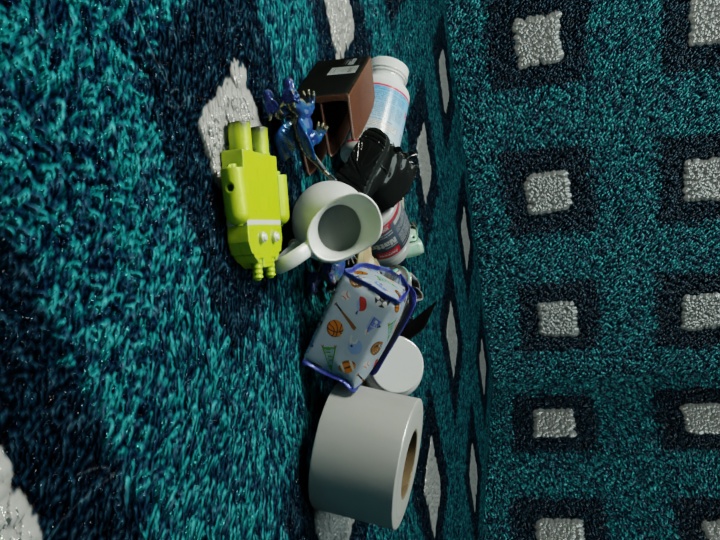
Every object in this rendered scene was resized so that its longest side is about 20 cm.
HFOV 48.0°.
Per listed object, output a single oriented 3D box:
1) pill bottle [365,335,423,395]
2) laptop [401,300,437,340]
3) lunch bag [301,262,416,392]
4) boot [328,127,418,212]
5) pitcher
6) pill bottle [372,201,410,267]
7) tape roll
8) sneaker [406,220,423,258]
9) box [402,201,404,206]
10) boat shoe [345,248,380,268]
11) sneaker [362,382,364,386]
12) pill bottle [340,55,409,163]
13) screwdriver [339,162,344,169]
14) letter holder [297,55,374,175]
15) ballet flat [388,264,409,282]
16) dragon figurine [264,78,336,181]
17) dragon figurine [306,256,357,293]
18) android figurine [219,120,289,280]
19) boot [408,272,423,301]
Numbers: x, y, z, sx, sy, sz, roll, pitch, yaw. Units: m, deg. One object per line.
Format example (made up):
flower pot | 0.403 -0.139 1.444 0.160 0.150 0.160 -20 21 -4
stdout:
pill bottle | 0.055 0.180 1.485 0.200 0.111 0.117 118 -29 -79
laptop | 0.115 0.196 1.823 0.187 0.113 0.205 -48 132 -69
lunch bag | 0.006 0.084 1.320 0.172 0.122 0.200 -62 174 10
boot | 0.016 -0.139 1.388 0.201 0.073 0.162 -59 155 1
pitcher | -0.061 -0.057 1.197 0.123 0.169 0.200 63 -4 -12
pill bottle | 0.034 -0.088 1.567 0.201 0.117 0.122 57 32 -61
tape roll | 0.013 0.291 1.283 0.202 0.136 0.208 9 90 -75
sneaker | 0.071 -0.033 1.701 0.203 0.115 0.075 -76 159 -46
box | 0.040 -0.160 1.704 0.200 0.067 0.084 31 56 -72
boat shoe | 0.000 0.000 1.460 0.063 0.071 0.205 -7 108 -33
sneaker | 0.013 0.280 1.471 0.078 0.083 0.204 -65 148 -61
pill bottle | 0.033 -0.290 1.513 0.109 0.106 0.204 53 47 -64
screwdriver | -0.038 -0.171 1.495 0.029 0.028 0.201 51 25 -11
letter holder | -0.037 -0.260 1.374 0.201 0.098 0.145 -70 154 -57
ballet flat | 0.042 0.076 1.647 0.067 0.068 0.204 -16 131 -38
dragon figurine | -0.091 -0.199 1.201 0.100 0.057 0.203 -69 152 -49
dragon figurine | -0.046 -0.032 1.361 0.100 0.057 0.203 70 22 -48
android figurine | -0.138 -0.089 1.061 0.182 0.040 0.205 -5 90 -76
boot | 0.095 0.071 1.812 0.201 0.093 0.075 64 27 -56
